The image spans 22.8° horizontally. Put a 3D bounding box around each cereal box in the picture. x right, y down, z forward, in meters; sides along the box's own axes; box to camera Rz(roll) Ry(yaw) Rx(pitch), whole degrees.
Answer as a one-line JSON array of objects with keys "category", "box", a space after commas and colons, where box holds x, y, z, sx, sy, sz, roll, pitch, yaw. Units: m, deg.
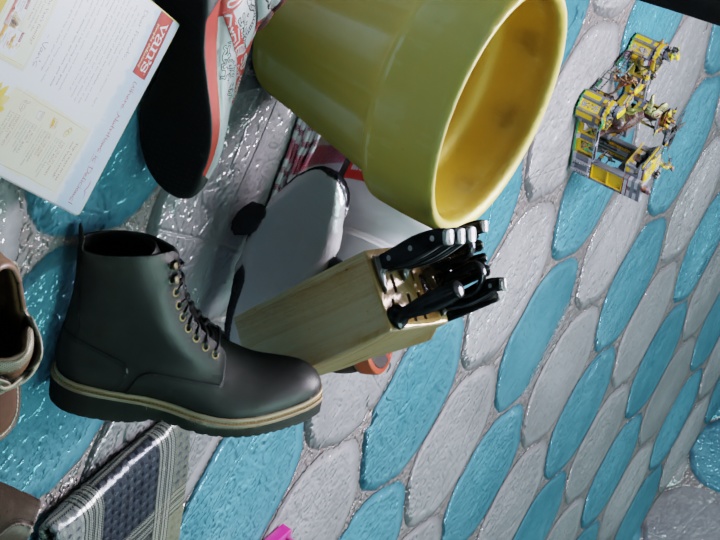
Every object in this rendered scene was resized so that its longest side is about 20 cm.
[{"category": "cereal box", "box": [-0.193, -0.124, 1.076, 0.145, 0.039, 0.200, -62, 160, -3]}]

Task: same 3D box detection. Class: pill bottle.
[{"category": "pill bottle", "box": [0.044, -0.082, 1.504, 0.202, 0.115, 0.116, -65, 160, -10]}]

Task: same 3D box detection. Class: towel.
[{"category": "towel", "box": [-0.210, 0.233, 1.485, 0.192, 0.034, 0.202, -42, 149, -49]}, {"category": "towel", "box": [-0.026, -0.081, 1.536, 0.146, 0.030, 0.202, -16, 130, -63]}]

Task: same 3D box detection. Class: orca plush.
[{"category": "orca plush", "box": [-0.054, 0.006, 1.459, 0.071, 0.104, 0.202, -21, 125, -67]}]

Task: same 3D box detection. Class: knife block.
[{"category": "knife block", "box": [0.005, 0.023, 1.322, 0.198, 0.065, 0.176, -17, 169, -4]}]

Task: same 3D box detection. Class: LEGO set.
[{"category": "LEGO set", "box": [0.343, -0.181, 2.162, 0.200, 0.115, 0.155, -42, 151, -43]}]

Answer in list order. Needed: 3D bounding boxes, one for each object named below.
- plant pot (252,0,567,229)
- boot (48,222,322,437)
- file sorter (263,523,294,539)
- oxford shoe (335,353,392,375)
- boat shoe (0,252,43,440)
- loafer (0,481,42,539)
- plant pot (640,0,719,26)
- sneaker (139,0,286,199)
[{"category": "plant pot", "box": [0.028, -0.157, 1.349, 0.201, 0.188, 0.202, -50, 156, -32]}, {"category": "boot", "box": [-0.115, 0.040, 1.273, 0.198, 0.078, 0.140, 2, 119, -17]}, {"category": "file sorter", "box": [-0.095, 0.382, 1.788, 0.200, 0.125, 0.140, -35, 147, -51]}, {"category": "oxford shoe", "box": [0.000, 0.000, 1.589, 0.071, 0.072, 0.201, 57, 38, -45]}, {"category": "boat shoe", "box": [-0.240, 0.050, 1.126, 0.076, 0.071, 0.201, -49, 155, -31]}, {"category": "loafer", "box": [-0.260, 0.235, 1.265, 0.073, 0.070, 0.202, -91, -169, -56]}, {"category": "plant pot", "box": [0.334, -0.395, 1.812, 0.201, 0.198, 0.178, -57, 147, -14]}, {"category": "sneaker", "box": [-0.094, -0.151, 1.238, 0.108, 0.067, 0.203, -38, 145, -44]}]
